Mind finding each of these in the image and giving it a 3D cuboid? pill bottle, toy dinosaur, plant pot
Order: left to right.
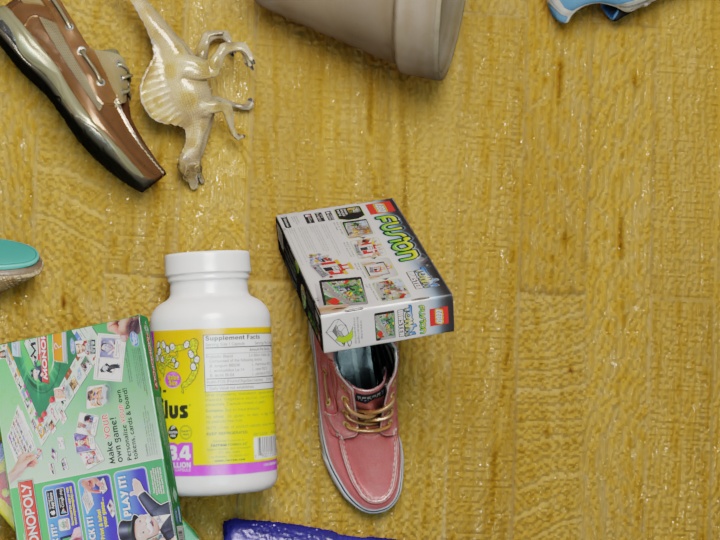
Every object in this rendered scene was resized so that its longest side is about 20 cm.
[{"bbox_3d":[-0.147,-0.173,1.442,0.101,0.058,0.201,-22,100,-21],"label":"toy dinosaur"},{"bbox_3d":[-0.125,0.086,1.417,0.103,0.104,0.202,-2,87,-9],"label":"pill bottle"},{"bbox_3d":[0.002,-0.273,1.430,0.172,0.200,0.202,10,85,9],"label":"plant pot"}]

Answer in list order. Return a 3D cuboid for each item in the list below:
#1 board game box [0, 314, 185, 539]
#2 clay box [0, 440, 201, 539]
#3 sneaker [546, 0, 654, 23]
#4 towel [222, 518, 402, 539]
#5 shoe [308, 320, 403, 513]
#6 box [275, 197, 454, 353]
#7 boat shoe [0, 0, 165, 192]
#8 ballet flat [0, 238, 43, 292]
[{"bbox_3d":[-0.224,0.148,1.370,0.134,0.029,0.201,-11,82,7],"label":"board game box"},{"bbox_3d":[-0.225,0.208,1.422,0.115,0.048,0.200,-41,92,-8],"label":"clay box"},{"bbox_3d":[0.257,-0.268,1.526,0.199,0.072,0.073,-10,123,-16],"label":"sneaker"},{"bbox_3d":[-0.032,0.299,1.454,0.199,0.050,0.149,10,79,-8],"label":"towel"},{"bbox_3d":[0.000,0.115,1.440,0.071,0.091,0.202,-11,93,-10],"label":"shoe"},{"bbox_3d":[0.000,0.000,1.398,0.109,0.200,0.035,-8,117,-9],"label":"box"},{"bbox_3d":[-0.230,-0.160,1.429,0.074,0.076,0.200,-41,95,-12],"label":"boat shoe"},{"bbox_3d":[-0.368,0.004,1.411,0.198,0.071,0.066,7,113,-6],"label":"ballet flat"}]
